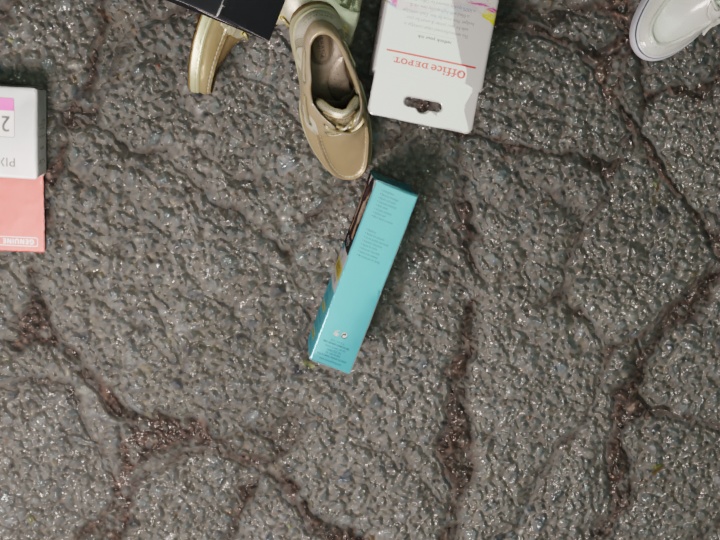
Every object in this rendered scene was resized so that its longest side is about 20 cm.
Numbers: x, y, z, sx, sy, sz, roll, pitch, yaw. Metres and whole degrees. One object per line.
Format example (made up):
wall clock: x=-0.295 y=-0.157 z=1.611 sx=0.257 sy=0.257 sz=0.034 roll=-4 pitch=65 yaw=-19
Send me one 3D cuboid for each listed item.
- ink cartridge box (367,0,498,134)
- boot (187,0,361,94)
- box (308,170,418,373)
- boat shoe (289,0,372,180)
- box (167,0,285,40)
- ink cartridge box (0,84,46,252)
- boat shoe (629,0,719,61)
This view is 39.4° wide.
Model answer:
ink cartridge box: x=0.074 y=-0.248 z=1.020 sx=0.113 sy=0.068 sz=0.204 roll=10 pitch=96 yaw=-6
boot: x=-0.081 y=-0.253 z=1.017 sx=0.153 sy=0.072 sz=0.203 roll=21 pitch=100 yaw=-11
box: x=0.000 y=0.000 z=1.071 sx=0.048 sy=0.082 sz=0.203 roll=19 pitch=100 yaw=-8
boat shoe: x=-0.026 y=-0.165 z=1.008 sx=0.071 sy=0.065 sz=0.202 roll=-15 pitch=131 yaw=-3
box: x=-0.146 y=-0.315 z=0.932 sx=0.199 sy=0.078 sz=0.143 roll=29 pitch=101 yaw=34
ink cartridge box: x=-0.427 y=-0.106 z=1.036 sx=0.196 sy=0.044 sz=0.177 roll=2 pitch=101 yaw=-5
boat shoe: x=0.368 y=-0.293 z=1.032 sx=0.201 sy=0.086 sz=0.075 roll=-40 pitch=103 yaw=5
